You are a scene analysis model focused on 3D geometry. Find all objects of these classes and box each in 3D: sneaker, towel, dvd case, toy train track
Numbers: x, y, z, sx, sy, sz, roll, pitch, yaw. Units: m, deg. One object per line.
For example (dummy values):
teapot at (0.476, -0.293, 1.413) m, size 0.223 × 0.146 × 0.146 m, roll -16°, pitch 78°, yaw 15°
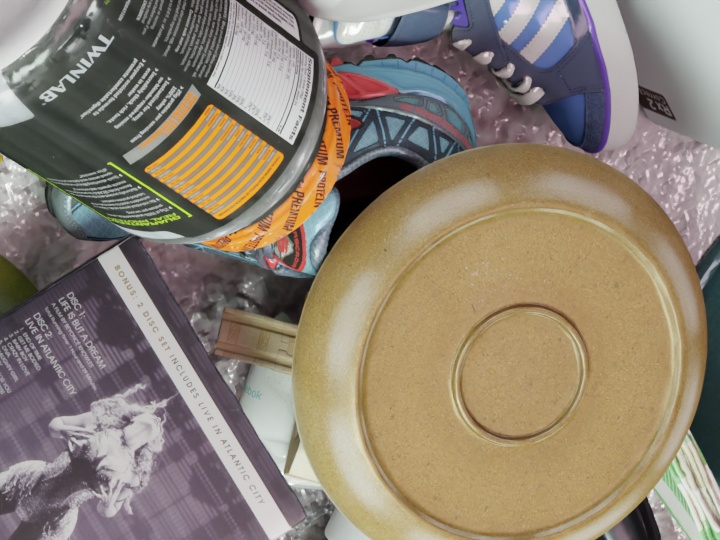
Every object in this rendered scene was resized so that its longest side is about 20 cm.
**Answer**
sneaker at (-0.041, -0.041, 1.325) m, size 0.199 × 0.096 × 0.080 m, roll -11°, pitch 135°, yaw -6°
towel at (0.140, 0.070, 1.470) m, size 0.023 × 0.153 × 0.200 m, roll -30°, pitch 122°, yaw 1°
sneaker at (0.032, 0.064, 1.449) m, size 0.199 × 0.070 × 0.081 m, roll 3°, pitch 102°, yaw -31°
sneaker at (0.040, -0.119, 1.392) m, size 0.146 × 0.081 × 0.201 m, roll -26°, pitch 122°, yaw -12°
dvd case at (-0.144, 0.099, 1.299) m, size 0.199 × 0.016 × 0.149 m, roll -32°, pitch 94°, yaw -9°
toy train track at (0.000, 0.000, 1.392) m, size 0.114 × 0.033 × 0.201 m, roll 15°, pitch 80°, yaw -17°

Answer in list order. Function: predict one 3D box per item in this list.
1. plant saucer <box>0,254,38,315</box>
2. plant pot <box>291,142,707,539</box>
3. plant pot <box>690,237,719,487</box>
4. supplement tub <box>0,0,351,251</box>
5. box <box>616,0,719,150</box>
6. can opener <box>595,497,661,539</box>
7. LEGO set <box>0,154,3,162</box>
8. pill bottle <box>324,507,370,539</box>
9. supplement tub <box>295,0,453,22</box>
plant saucer at (-0.212, 0.079, 1.329) m, size 0.199 × 0.031 × 0.201 m, roll -10°, pitch 111°, yaw -28°
plant pot at (0.068, 0.044, 1.323) m, size 0.199 × 0.027 × 0.201 m, roll -4°, pitch 105°, yaw -16°
plant pot at (0.290, 0.075, 1.531) m, size 0.199 × 0.196 × 0.202 m, roll -11°, pitch 113°, yaw -28°
supplement tub at (-0.095, -0.087, 1.199) m, size 0.123 × 0.122 × 0.200 m, roll -58°, pitch 142°, yaw -2°
box at (0.202, -0.156, 1.397) m, size 0.131 × 0.199 × 0.201 m, roll -39°, pitch 122°, yaw -15°
can opener at (0.093, 0.057, 1.427) m, size 0.063 × 0.079 × 0.201 m, roll -16°, pitch 78°, yaw -32°
LEGO set at (-0.198, -0.085, 1.228) m, size 0.154 × 0.116 × 0.200 m, roll -45°, pitch 123°, yaw -10°
pill bottle at (-0.002, 0.216, 1.451) m, size 0.115 × 0.116 × 0.201 m, roll 17°, pitch 97°, yaw -34°
supplement tub at (0.010, -0.218, 1.257) m, size 0.140 × 0.140 × 0.201 m, roll -15°, pitch 84°, yaw -26°
